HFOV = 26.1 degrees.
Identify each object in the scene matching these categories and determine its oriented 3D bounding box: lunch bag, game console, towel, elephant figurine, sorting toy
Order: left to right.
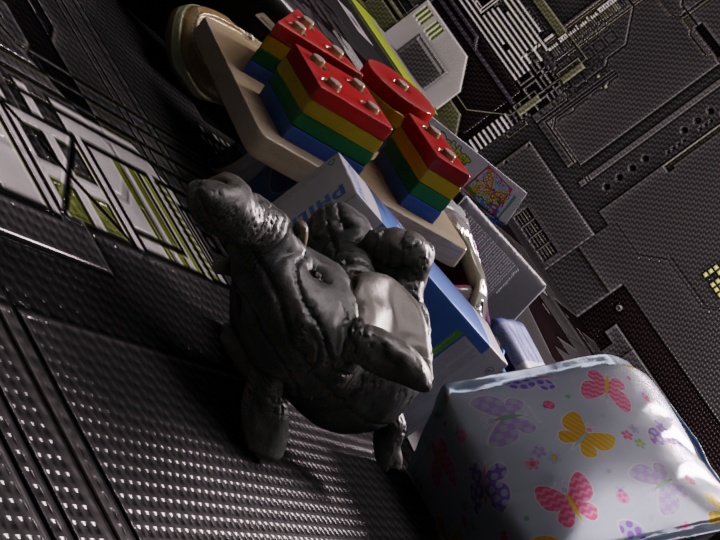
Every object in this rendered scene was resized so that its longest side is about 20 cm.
[{"bbox_3d":[-0.132,-0.249,1.355,0.200,0.175,0.117,37,48,-58],"label":"game console"},{"bbox_3d":[-0.029,0.035,0.858,0.154,0.142,0.200,27,9,5],"label":"elephant figurine"},{"bbox_3d":[-0.011,-0.119,1.177,0.199,0.070,0.199,27,21,-32],"label":"sorting toy"},{"bbox_3d":[0.162,0.130,1.265,0.201,0.024,0.147,62,9,9],"label":"towel"},{"bbox_3d":[0.160,0.159,1.089,0.170,0.199,0.128,60,-32,35],"label":"lunch bag"}]

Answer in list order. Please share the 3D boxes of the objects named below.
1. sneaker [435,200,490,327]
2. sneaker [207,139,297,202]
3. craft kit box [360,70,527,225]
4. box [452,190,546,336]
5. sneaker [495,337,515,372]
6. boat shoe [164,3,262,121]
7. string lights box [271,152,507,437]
[{"bbox_3d":[0.065,0.039,1.257,0.088,0.081,0.202,-64,142,-88],"label":"sneaker"},{"bbox_3d":[-0.063,-0.076,1.236,0.077,0.075,0.200,60,19,-4],"label":"sneaker"},{"bbox_3d":[0.053,-0.125,1.568,0.197,0.049,0.200,34,-3,-15],"label":"craft kit box"},{"bbox_3d":[0.057,-0.029,1.426,0.148,0.107,0.200,45,3,37],"label":"box"},{"bbox_3d":[0.170,0.136,1.374,0.200,0.083,0.074,37,18,11],"label":"sneaker"},{"bbox_3d":[-0.090,-0.166,1.299,0.200,0.076,0.072,33,67,-63],"label":"boat shoe"},{"bbox_3d":[0.007,0.023,1.106,0.200,0.102,0.059,48,12,-34],"label":"string lights box"}]
